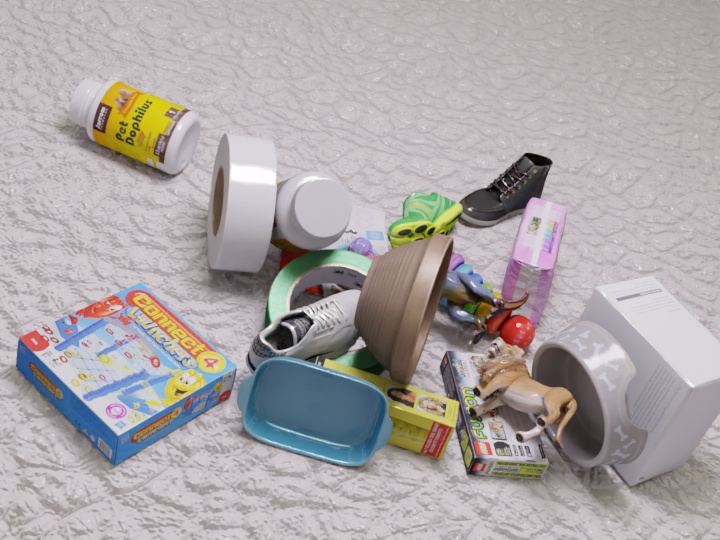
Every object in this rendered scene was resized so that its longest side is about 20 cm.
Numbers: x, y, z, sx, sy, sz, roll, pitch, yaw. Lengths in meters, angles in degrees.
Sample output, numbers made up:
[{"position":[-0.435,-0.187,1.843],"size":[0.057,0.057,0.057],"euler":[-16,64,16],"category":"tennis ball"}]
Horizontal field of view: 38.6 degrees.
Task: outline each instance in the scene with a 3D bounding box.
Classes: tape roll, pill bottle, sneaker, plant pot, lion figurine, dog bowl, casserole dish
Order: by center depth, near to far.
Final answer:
[{"position":[-0.056,0.173,1.301],"size":[0.199,0.122,0.039],"euler":[16,19,-3],"category":"casserole dish"},{"position":[0.051,0.040,1.344],"size":[0.092,0.202,0.201],"euler":[18,37,8],"category":"plant pot"},{"position":[-0.060,0.076,1.359],"size":[0.199,0.081,0.076],"euler":[-31,65,-31],"category":"sneaker"},{"position":[0.227,0.167,1.375],"size":[0.122,0.073,0.200],"euler":[-23,39,-35],"category":"lion figurine"},{"position":[0.302,0.172,1.385],"size":[0.058,0.201,0.200],"euler":[-15,47,-22],"category":"dog bowl"},{"position":[-0.034,0.064,1.450],"size":[0.199,0.048,0.202],"euler":[5,55,-8],"category":"tape roll"},{"position":[-0.077,-0.084,1.489],"size":[0.110,0.112,0.200],"euler":[6,-2,-16],"category":"pill bottle"},{"position":[-0.177,-0.099,1.514],"size":[0.070,0.203,0.203],"euler":[4,39,-16],"category":"tape roll"},{"position":[-0.371,-0.242,1.686],"size":[0.199,0.110,0.109],"euler":[23,37,6],"category":"pill bottle"},{"position":[0.094,-0.082,1.714],"size":[0.083,0.074,0.200],"euler":[36,31,18],"category":"sneaker"},{"position":[0.255,-0.151,1.835],"size":[0.199,0.107,0.075],"euler":[-18,50,-38],"category":"sneaker"}]

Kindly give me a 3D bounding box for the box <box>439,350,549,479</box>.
[{"position":[0.183,0.197,1.430],"size":[0.109,0.035,0.201],"euler":[7,39,-14],"category":"box"}]

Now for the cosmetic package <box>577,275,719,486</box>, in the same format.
[{"position":[0.394,0.152,1.438],"size":[0.122,0.200,0.200],"euler":[-9,45,-32],"category":"cosmetic package"}]

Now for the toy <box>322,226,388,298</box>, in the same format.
[{"position":[0.000,0.000,1.557],"size":[0.114,0.047,0.201],"euler":[4,53,-15],"category":"toy"}]

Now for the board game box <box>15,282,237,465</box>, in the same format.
[{"position":[-0.296,0.123,1.306],"size":[0.200,0.056,0.195],"euler":[37,41,23],"category":"board game box"}]

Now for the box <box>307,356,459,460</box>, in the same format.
[{"position":[0.024,0.182,1.354],"size":[0.199,0.076,0.050],"euler":[19,39,-1],"category":"box"}]

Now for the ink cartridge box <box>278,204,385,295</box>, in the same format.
[{"position":[-0.043,-0.039,1.622],"size":[0.161,0.057,0.200],"euler":[13,33,-8],"category":"ink cartridge box"}]

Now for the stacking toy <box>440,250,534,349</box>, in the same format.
[{"position":[0.184,0.049,1.584],"size":[0.200,0.086,0.085],"euler":[38,41,18],"category":"stacking toy"}]

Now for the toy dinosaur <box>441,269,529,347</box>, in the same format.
[{"position":[0.120,0.029,1.525],"size":[0.181,0.105,0.200],"euler":[42,27,23],"category":"toy dinosaur"}]

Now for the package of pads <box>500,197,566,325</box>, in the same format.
[{"position":[0.279,-0.015,1.664],"size":[0.075,0.121,0.200],"euler":[17,37,7],"category":"package of pads"}]
